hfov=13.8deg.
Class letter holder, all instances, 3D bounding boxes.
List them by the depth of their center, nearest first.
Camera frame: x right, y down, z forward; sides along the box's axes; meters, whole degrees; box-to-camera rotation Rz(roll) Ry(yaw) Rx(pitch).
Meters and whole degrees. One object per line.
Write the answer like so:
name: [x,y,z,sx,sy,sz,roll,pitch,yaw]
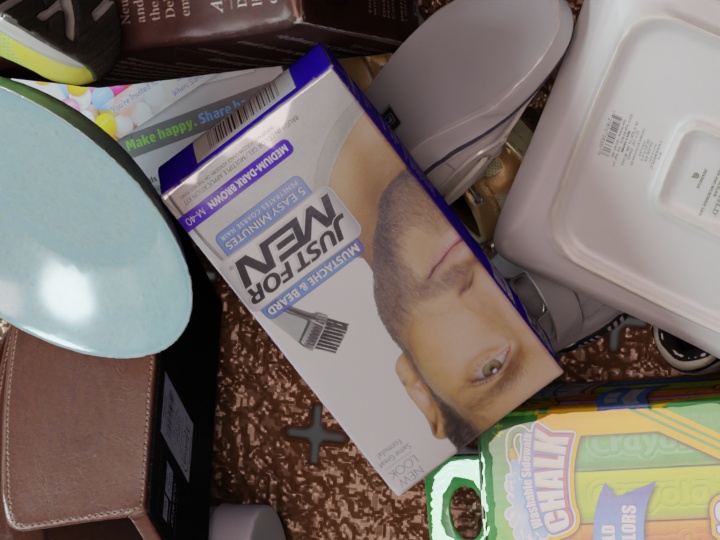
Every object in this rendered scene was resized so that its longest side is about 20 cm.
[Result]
letter holder: [-0.160,0.080,1.611,0.141,0.101,0.201,-8,53,13]

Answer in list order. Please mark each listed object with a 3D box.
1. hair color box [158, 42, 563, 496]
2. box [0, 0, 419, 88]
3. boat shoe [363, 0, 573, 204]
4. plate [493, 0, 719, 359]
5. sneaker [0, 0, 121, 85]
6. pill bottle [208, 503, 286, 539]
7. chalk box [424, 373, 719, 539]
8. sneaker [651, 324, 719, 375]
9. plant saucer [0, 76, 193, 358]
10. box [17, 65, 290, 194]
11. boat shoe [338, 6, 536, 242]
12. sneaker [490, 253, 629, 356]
hair color box: [0.000,0.000,1.491,0.109,0.065,0.200,-37,107,5]
box: [-0.093,-0.189,1.537,0.199,0.164,0.167,-5,89,22]
boat shoe: [0.043,-0.071,1.546,0.200,0.066,0.072,-46,54,19]
plate: [0.181,-0.048,1.497,0.199,0.032,0.200,25,118,10]
sneaker: [-0.206,-0.138,1.464,0.199,0.078,0.091,30,131,12]
pill bottle: [-0.146,0.183,1.666,0.199,0.114,0.115,-2,95,14]
chalk box: [0.130,0.126,1.589,0.199,0.124,0.126,-5,94,14]
sneaker: [0.213,-0.033,1.573,0.075,0.088,0.201,22,99,12]
plant saucer: [-0.163,-0.038,1.511,0.200,0.039,0.202,22,145,16]
box: [-0.118,-0.121,1.669,0.155,0.041,0.201,-19,90,14]
boat shoe: [0.014,-0.097,1.610,0.200,0.072,0.076,41,67,7]
sneaker: [0.080,0.026,1.596,0.200,0.115,0.075,-35,87,14]
